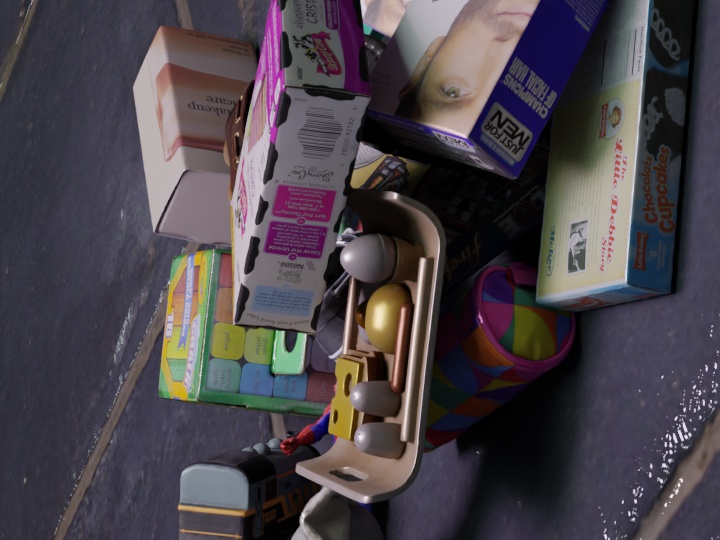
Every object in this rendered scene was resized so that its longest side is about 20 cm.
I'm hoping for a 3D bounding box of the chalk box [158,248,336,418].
[{"bbox_3d":[-0.081,0.052,1.854,0.200,0.123,0.126,169,108,-74],"label":"chalk box"}]

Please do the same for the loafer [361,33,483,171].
[{"bbox_3d":[0.032,-0.106,1.601,0.200,0.071,0.073,31,86,48],"label":"loafer"}]

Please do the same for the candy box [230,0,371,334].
[{"bbox_3d":[-0.043,-0.078,1.526,0.137,0.060,0.201,-95,15,-51],"label":"candy box"}]

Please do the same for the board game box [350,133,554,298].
[{"bbox_3d":[0.063,-0.073,1.630,0.135,0.035,0.200,-37,34,7],"label":"board game box"}]

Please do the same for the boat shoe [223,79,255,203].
[{"bbox_3d":[-0.079,-0.097,1.964,0.200,0.070,0.071,-116,38,-55],"label":"boat shoe"}]

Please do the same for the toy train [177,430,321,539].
[{"bbox_3d":[-0.079,0.191,1.778,0.085,0.200,0.115,5,97,22],"label":"toy train"}]

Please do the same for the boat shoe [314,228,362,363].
[{"bbox_3d":[0.000,0.000,1.702,0.072,0.068,0.200,-45,10,33],"label":"boat shoe"}]

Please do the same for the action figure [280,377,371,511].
[{"bbox_3d":[-0.022,0.155,1.744,0.065,0.099,0.202,-7,69,32],"label":"action figure"}]

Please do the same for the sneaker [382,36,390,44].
[{"bbox_3d":[0.043,-0.209,1.799,0.200,0.073,0.081,-144,45,-64],"label":"sneaker"}]

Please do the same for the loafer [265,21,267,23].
[{"bbox_3d":[-0.050,-0.118,1.881,0.073,0.072,0.202,76,-162,-67],"label":"loafer"}]

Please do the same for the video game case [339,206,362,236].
[{"bbox_3d":[-0.007,-0.099,1.911,0.200,0.017,0.144,-121,46,-57],"label":"video game case"}]

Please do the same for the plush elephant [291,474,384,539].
[{"bbox_3d":[0.000,0.233,1.601,0.165,0.199,0.156,117,171,-49],"label":"plush elephant"}]

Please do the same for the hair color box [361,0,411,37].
[{"bbox_3d":[0.071,-0.256,1.645,0.109,0.065,0.201,33,103,41],"label":"hair color box"}]

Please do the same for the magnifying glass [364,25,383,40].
[{"bbox_3d":[0.001,-0.188,1.794,0.201,0.022,0.080,93,154,-48],"label":"magnifying glass"}]

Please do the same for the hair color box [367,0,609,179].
[{"bbox_3d":[0.093,-0.169,1.490,0.109,0.065,0.201,20,80,44],"label":"hair color box"}]

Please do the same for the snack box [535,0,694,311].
[{"bbox_3d":[0.164,-0.079,1.482,0.116,0.037,0.202,165,113,-64],"label":"snack box"}]

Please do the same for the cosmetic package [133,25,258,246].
[{"bbox_3d":[-0.144,-0.125,2.135,0.201,0.103,0.088,-104,32,-42],"label":"cosmetic package"}]

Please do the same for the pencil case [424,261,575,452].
[{"bbox_3d":[0.070,0.060,1.590,0.200,0.088,0.089,-37,48,56],"label":"pencil case"}]

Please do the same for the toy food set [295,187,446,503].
[{"bbox_3d":[-0.004,0.046,1.534,0.143,0.060,0.202,-171,88,-69],"label":"toy food set"}]
